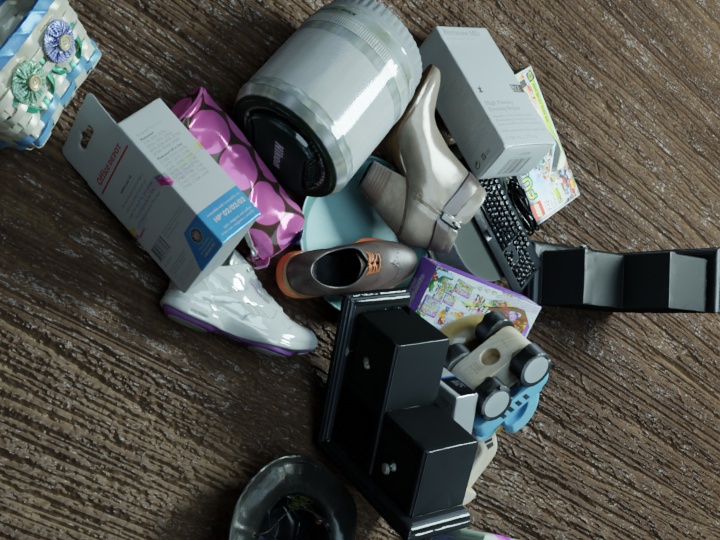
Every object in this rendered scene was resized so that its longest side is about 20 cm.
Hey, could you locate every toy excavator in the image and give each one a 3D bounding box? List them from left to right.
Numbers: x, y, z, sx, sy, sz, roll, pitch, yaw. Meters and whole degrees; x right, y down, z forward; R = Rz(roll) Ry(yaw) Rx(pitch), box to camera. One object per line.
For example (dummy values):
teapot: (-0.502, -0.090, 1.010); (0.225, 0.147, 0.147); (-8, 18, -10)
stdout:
toy excavator: (0.159, 0.185, 1.270); (0.193, 0.100, 0.202); (-37, 133, -10)

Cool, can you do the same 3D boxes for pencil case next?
pencil case: (-0.147, -0.101, 1.136); (0.201, 0.090, 0.094); (50, 52, -18)

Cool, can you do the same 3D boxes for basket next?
basket: (-0.356, -0.227, 0.964); (0.200, 0.138, 0.179); (42, 65, -36)

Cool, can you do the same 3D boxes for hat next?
hat: (-0.093, 0.314, 1.151); (0.198, 0.080, 0.205); (10, 74, -41)

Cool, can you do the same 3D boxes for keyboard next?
keyboard: (0.197, -0.077, 1.351); (0.104, 0.039, 0.202); (-50, 121, -37)

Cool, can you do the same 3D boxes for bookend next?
bookend: (0.050, 0.156, 1.142); (0.091, 0.199, 0.202); (-4, 117, -35)
bookend: (0.369, 0.008, 1.432); (0.197, 0.197, 0.094); (6, 85, -34)

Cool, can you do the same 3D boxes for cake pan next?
cake pan: (0.155, -0.072, 1.361); (0.198, 0.036, 0.205); (9, 78, -46)

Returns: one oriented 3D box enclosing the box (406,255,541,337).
box: (0.130, 0.076, 1.314); (0.198, 0.039, 0.139); (20, 100, -36)

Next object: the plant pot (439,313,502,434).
plant pot: (0.141, 0.154, 1.312); (0.197, 0.027, 0.204); (-12, 116, -27)

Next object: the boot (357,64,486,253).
boot: (0.093, -0.129, 1.255); (0.145, 0.070, 0.202); (30, 92, -9)

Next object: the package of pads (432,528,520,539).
package of pads: (0.172, 0.373, 1.290); (0.197, 0.153, 0.070); (21, 72, -31)

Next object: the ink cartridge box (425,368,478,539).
ink cartridge box: (0.086, 0.220, 1.231); (0.039, 0.099, 0.204); (-3, 113, -32)

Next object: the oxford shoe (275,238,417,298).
oxford shoe: (0.000, 0.000, 1.200); (0.197, 0.072, 0.073); (-11, 92, -37)

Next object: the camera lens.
camera lens: (-0.038, -0.199, 1.178); (0.161, 0.159, 0.201); (50, 61, -21)

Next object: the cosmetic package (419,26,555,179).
cosmetic package: (0.157, -0.220, 1.321); (0.100, 0.074, 0.202); (-9, 63, -39)

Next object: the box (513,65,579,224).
box: (0.235, -0.175, 1.450); (0.109, 0.034, 0.203); (-33, 105, -33)

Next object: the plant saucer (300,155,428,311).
plant saucer: (-0.001, -0.041, 1.269); (0.197, 0.036, 0.205); (3, 86, -36)

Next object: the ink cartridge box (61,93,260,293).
ink cartridge box: (-0.208, -0.091, 1.051); (0.200, 0.115, 0.068); (48, 49, 0)

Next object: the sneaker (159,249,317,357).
sneaker: (-0.124, 0.036, 1.150); (0.198, 0.074, 0.102); (25, 73, -31)
